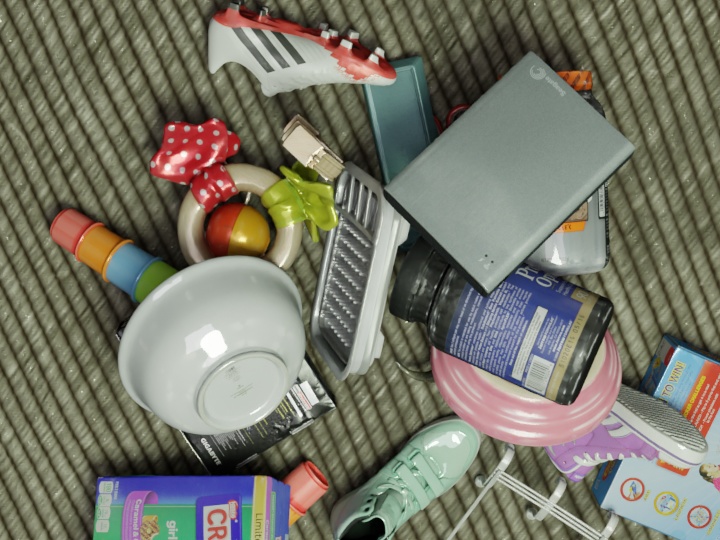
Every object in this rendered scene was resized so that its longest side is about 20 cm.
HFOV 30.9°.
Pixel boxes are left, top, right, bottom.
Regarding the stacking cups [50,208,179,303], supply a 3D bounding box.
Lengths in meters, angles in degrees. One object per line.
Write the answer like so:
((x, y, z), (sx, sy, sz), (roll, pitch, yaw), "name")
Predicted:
((-0.232, -0.004, 1.345), (0.199, 0.060, 0.061), (34, 100, 14), "stacking cups")

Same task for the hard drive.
((0.140, -0.092, 1.224), (0.200, 0.033, 0.140), (-43, 78, -10), "hard drive")

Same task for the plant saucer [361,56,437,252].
((0.050, -0.118, 1.368), (0.069, 0.019, 0.202), (-9, 102, 16), "plant saucer")

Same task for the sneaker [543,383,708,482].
((0.270, 0.184, 1.377), (0.072, 0.200, 0.115), (0, 111, -42), "sneaker")

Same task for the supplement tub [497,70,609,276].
((0.190, -0.099, 1.325), (0.121, 0.123, 0.202), (-4, 96, 0), "supplement tub")

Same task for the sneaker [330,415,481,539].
((0.054, 0.241, 1.401), (0.200, 0.118, 0.074), (-39, 98, 6), "sneaker")

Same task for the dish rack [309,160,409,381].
((0.000, 0.000, 1.329), (0.043, 0.172, 0.202), (9, 103, -18), "dish rack")

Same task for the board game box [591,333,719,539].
((0.385, 0.200, 1.430), (0.194, 0.056, 0.201), (23, 101, -5), "board game box")

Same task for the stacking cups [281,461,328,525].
((-0.117, 0.292, 1.436), (0.200, 0.061, 0.061), (-39, 100, 5), "stacking cups")

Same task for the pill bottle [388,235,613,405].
((0.133, 0.042, 1.260), (0.199, 0.112, 0.113), (24, 101, 13), "pill bottle")

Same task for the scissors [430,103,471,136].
((0.129, -0.085, 1.388), (0.073, 0.014, 0.201), (-29, 102, 3), "scissors")

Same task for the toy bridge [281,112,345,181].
((-0.046, -0.118, 1.282), (0.067, 0.200, 0.027), (42, 95, -10), "toy bridge")

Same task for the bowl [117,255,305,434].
((-0.130, 0.092, 1.283), (0.200, 0.090, 0.202), (-18, 133, -21), "bowl")

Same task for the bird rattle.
((-0.123, -0.063, 1.325), (0.198, 0.113, 0.164), (17, 87, -8), "bird rattle")

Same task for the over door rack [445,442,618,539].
((0.171, 0.301, 1.439), (0.147, 0.067, 0.201), (32, 113, 3), "over door rack")

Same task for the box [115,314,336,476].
((-0.143, 0.102, 1.404), (0.159, 0.049, 0.201), (-32, 101, 3), "box")

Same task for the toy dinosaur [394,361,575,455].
((0.138, 0.113, 1.380), (0.199, 0.102, 0.077), (22, 103, -3), "toy dinosaur")

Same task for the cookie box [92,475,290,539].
((-0.180, 0.305, 1.373), (0.198, 0.075, 0.173), (-4, 74, 17), "cookie box")

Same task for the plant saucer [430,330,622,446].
((0.172, 0.083, 1.336), (0.199, 0.202, 0.051), (5, 141, -2), "plant saucer")

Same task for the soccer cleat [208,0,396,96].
((-0.062, -0.212, 1.332), (0.198, 0.069, 0.086), (18, 112, 0), "soccer cleat")
